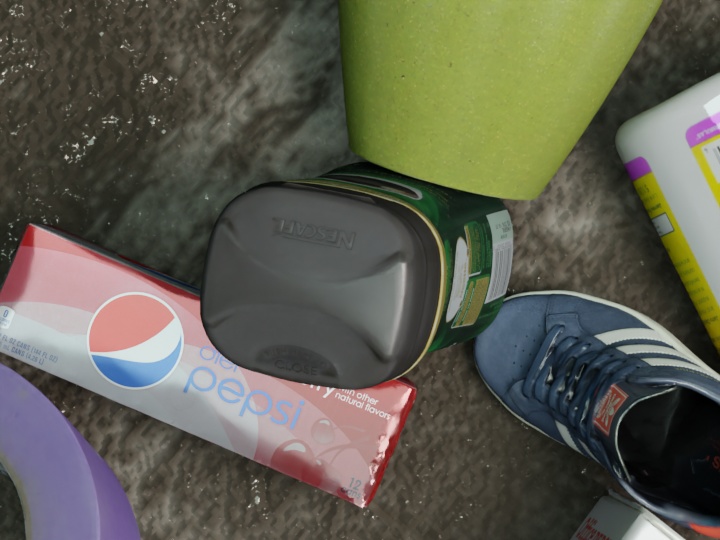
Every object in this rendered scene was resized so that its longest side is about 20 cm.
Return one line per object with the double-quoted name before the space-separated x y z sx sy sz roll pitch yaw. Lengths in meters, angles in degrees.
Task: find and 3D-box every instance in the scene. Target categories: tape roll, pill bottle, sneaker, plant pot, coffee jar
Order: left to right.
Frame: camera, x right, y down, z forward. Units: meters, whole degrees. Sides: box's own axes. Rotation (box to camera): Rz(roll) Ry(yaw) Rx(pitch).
"tape roll" -0.204 0.140 1.251 0.199 0.085 0.201 -3 68 9
"coffee jar" 0.000 0.000 1.227 0.104 0.200 0.086 11 98 14
"plant pot" 0.064 -0.141 1.265 0.187 0.187 0.201 15 101 0
"sneaker" 0.121 0.061 1.253 0.200 0.084 0.075 26 99 34
"pill bottle" 0.207 0.000 1.285 0.104 0.104 0.200 -26 89 -2

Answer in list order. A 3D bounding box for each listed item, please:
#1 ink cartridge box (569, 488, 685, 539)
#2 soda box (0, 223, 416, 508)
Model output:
"ink cartridge box" 0.095 0.208 1.256 0.084 0.144 0.200 36 88 -1
"soda box" -0.075 0.044 1.295 0.200 0.070 0.064 23 90 0
